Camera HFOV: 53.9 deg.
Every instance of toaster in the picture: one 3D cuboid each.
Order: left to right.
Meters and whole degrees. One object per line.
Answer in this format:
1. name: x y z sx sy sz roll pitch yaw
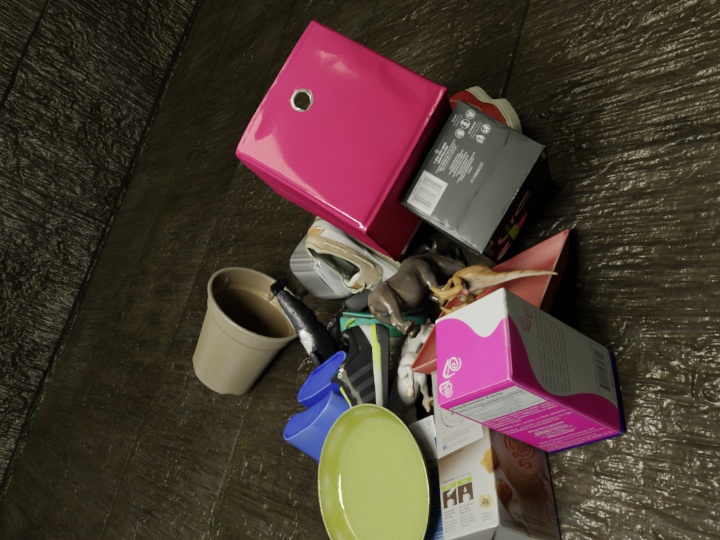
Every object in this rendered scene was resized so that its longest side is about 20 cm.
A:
1. toaster: -0.033 -0.029 1.193 0.200 0.114 0.129 -47 16 -17

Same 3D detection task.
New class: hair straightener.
1. hair straightener: 0.050 0.020 1.158 0.198 0.041 0.078 -30 28 32

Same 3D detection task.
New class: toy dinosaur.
1. toy dinosaur: 0.146 0.013 0.891 0.106 0.061 0.200 -40 10 -10

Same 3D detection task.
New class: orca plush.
1. orca plush: -0.071 0.092 1.176 0.070 0.202 0.105 -31 -1 -4

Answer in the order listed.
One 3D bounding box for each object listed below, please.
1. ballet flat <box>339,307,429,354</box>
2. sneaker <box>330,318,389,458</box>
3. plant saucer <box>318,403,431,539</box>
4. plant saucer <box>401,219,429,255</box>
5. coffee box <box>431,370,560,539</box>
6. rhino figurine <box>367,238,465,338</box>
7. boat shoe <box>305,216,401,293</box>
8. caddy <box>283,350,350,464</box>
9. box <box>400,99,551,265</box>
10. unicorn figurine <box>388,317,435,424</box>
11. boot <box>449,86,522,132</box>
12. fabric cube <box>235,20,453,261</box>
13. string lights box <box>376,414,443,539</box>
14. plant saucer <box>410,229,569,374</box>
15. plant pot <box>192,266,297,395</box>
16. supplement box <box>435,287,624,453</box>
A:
1. ballet flat: 0.038 0.097 1.115 0.198 0.066 0.072 -7 86 52
2. sneaker: -0.001 0.166 0.974 0.072 0.081 0.204 84 -172 -64
3. plant saucer: 0.020 0.266 0.868 0.198 0.031 0.205 -9 78 48
4. plant saucer: 0.102 -0.098 1.090 0.201 0.032 0.200 -54 -8 -11
5. coffee box: 0.152 0.211 0.819 0.079 0.113 0.203 -33 44 36
6. rhino figurine: 0.088 0.018 1.024 0.087 0.060 0.199 32 51 22
7. boat shoe: 0.000 0.000 1.064 0.075 0.199 0.069 -39 18 54
8. caddy: -0.030 0.215 1.078 0.200 0.104 0.143 -42 22 50
9. box: 0.158 -0.105 0.927 0.123 0.200 0.150 33 97 17
10. unicorn figurine: 0.074 0.160 0.991 0.202 0.073 0.138 -60 18 18
11. boot: 0.153 -0.216 1.088 0.142 0.074 0.201 -20 30 -8
12. fabric cube: -0.006 -0.158 0.920 0.197 0.200 0.198 31 89 17
13. string lights box: 0.091 0.288 0.852 0.102 0.058 0.204 -31 61 39
14. plant saucer: 0.174 0.049 0.902 0.198 0.037 0.200 -31 14 39
15. plant pot: -0.231 0.129 1.362 0.185 0.197 0.202 -58 32 27
16. supplement box: 0.182 0.114 0.764 0.103 0.198 0.103 -28 46 40
